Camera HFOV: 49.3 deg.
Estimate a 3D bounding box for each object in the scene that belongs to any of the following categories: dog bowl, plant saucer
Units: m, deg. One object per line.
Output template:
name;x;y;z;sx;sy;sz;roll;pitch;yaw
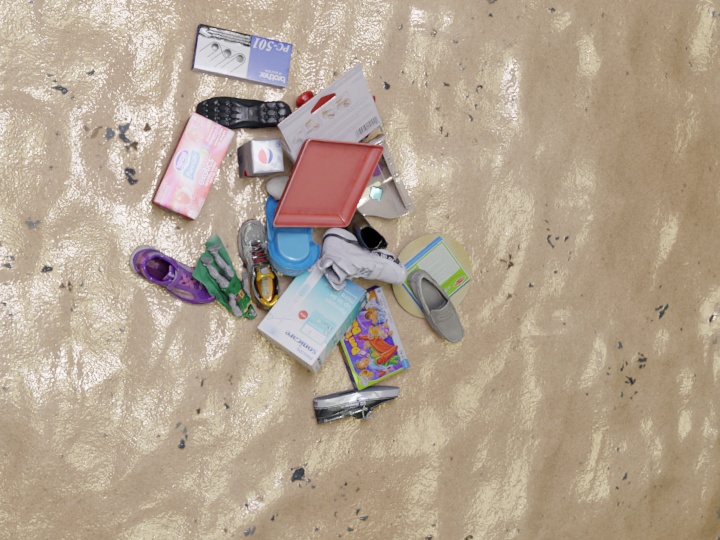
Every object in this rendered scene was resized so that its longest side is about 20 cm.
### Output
dog bowl;-0.148;-0.078;1.668;0.111;0.050;0.201;1;61;-16
plant saucer;-0.070;-0.177;1.561;0.199;0.037;0.200;-3;129;-42

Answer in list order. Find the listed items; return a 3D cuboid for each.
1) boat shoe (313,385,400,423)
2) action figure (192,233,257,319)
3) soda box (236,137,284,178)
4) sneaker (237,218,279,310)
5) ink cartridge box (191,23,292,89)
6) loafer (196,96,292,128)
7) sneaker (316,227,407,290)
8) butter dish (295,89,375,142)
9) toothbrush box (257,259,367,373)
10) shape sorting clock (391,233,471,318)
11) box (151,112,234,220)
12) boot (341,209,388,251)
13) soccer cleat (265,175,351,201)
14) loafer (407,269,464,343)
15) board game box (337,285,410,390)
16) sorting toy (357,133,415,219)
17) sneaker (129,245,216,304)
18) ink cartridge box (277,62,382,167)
boat shoe;-0.005;0.305;1.766;0.199;0.074;0.068;-9;93;-17
action figure;-0.271;0.034;1.649;0.200;0.055;0.118;62;40;-40
soda box;-0.208;-0.227;1.606;0.063;0.200;0.068;-6;96;-16
sneaker;-0.208;-0.013;1.679;0.078;0.082;0.201;-16;96;-16
ink cartridge box;-0.250;-0.452;1.662;0.199;0.044;0.094;8;92;-19
loafer;-0.245;-0.330;1.660;0.200;0.070;0.068;1;91;-1
sneaker;0.000;0.000;1.639;0.200;0.075;0.115;29;46;-9
butter dish;-0.081;-0.319;1.672;0.199;0.200;0.148;-35;78;-11
toothbrush box;-0.100;0.094;1.679;0.146;0.085;0.200;34;76;13
shape sorting clock;0.166;0.013;1.825;0.199;0.039;0.201;-2;98;-15
box;-0.346;-0.210;1.613;0.094;0.103;0.200;24;86;-18
boot;0.024;-0.042;1.728;0.075;0.097;0.200;-37;119;-5
soccer cleat;-0.099;-0.175;1.663;0.199;0.078;0.069;10;53;-12
loafer;0.176;0.086;1.781;0.070;0.070;0.200;-39;105;-6
board game box;0.015;0.152;1.780;0.134;0.045;0.201;-23;99;-15
sorting toy;-0.002;-0.195;1.727;0.180;0.107;0.200;-25;125;2
sneaker;-0.379;0.015;1.621;0.200;0.088;0.081;27;82;-20
ink cartridge box;-0.065;-0.292;1.516;0.200;0.045;0.176;-39;146;-8
